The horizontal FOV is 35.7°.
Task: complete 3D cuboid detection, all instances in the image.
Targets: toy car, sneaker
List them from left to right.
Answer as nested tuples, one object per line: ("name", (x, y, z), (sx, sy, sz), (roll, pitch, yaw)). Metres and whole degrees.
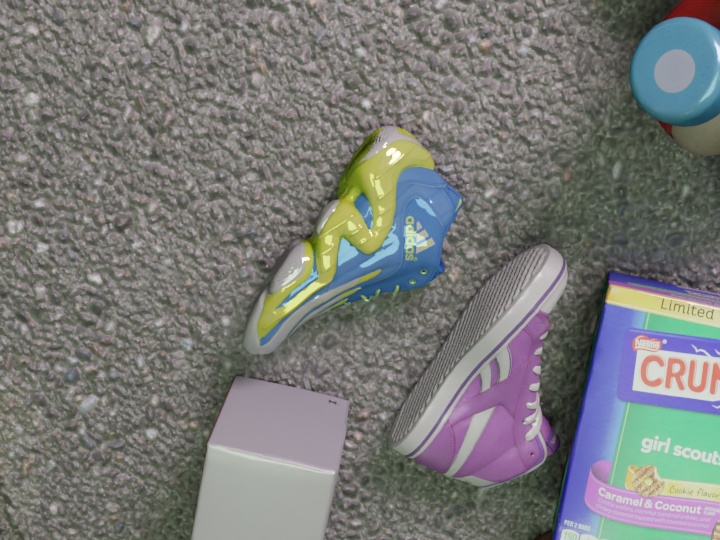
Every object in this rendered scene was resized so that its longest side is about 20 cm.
("sneaker", (0.000, 0.000, 0.815), (0.104, 0.076, 0.201), (35, 105, -8))
("sneaker", (0.119, 0.079, 0.841), (0.113, 0.073, 0.201), (29, 117, -10))
("toy car", (0.226, -0.198, 0.719), (0.177, 0.183, 0.201), (-45, 65, 27))

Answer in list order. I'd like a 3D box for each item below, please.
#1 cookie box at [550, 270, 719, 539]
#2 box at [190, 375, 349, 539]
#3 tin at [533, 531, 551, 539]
("cookie box", (0.240, 0.118, 0.814), (0.169, 0.075, 0.203), (12, 98, 8))
("box", (-0.077, 0.204, 0.856), (0.096, 0.125, 0.203), (12, 107, 0))
("tin", (0.213, 0.244, 0.900), (0.198, 0.042, 0.113), (-24, 108, 11))
